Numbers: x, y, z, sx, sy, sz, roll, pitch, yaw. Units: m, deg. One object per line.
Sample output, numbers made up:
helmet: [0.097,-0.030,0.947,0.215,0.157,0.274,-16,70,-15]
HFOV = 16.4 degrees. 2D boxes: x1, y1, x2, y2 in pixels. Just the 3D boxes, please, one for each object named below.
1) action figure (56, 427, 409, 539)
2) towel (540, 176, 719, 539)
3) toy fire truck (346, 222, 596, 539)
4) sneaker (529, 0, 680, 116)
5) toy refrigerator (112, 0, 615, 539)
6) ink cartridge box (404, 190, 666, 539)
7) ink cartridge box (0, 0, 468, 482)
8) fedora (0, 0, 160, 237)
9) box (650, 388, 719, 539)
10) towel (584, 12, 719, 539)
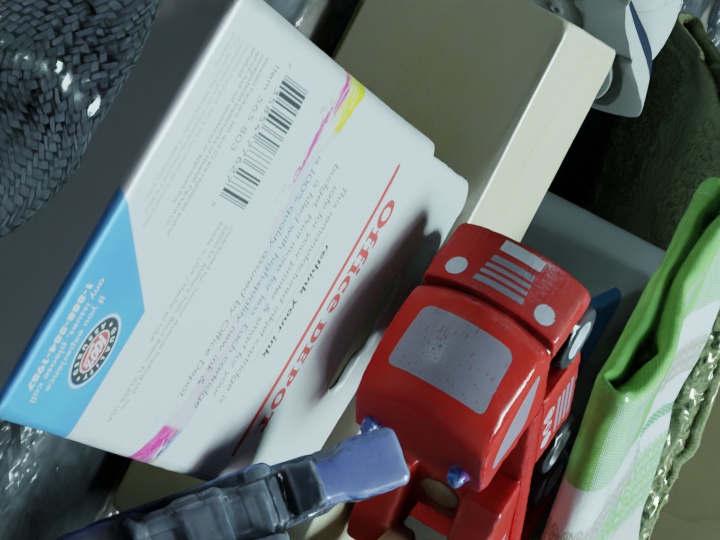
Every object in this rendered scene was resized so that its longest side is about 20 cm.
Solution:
action figure: [-0.069,0.122,0.673,0.200,0.105,0.194,-20,163,-13]
towel: [0.088,0.083,0.873,0.149,0.031,0.200,-56,164,-52]
toy fire truck: [0.011,0.090,0.764,0.141,0.049,0.200,-54,163,-27]
sneaker: [0.079,-0.130,0.821,0.081,0.076,0.200,-60,168,-19]
toy refrigerator: [0.000,0.000,0.796,0.200,0.070,0.076,-63,164,7]
ink cartridge box: [0.027,0.079,0.927,0.144,0.085,0.200,-20,134,-60]
ink cartridge box: [-0.049,-0.012,0.666,0.115,0.068,0.200,-59,158,-1]
fedora: [-0.097,-0.063,0.459,0.201,0.092,0.201,-48,155,-31]
box: [0.167,0.040,1.091,0.078,0.095,0.200,34,60,-68]
towel: [0.115,0.008,1.012,0.148,0.036,0.200,-106,-149,-62]
